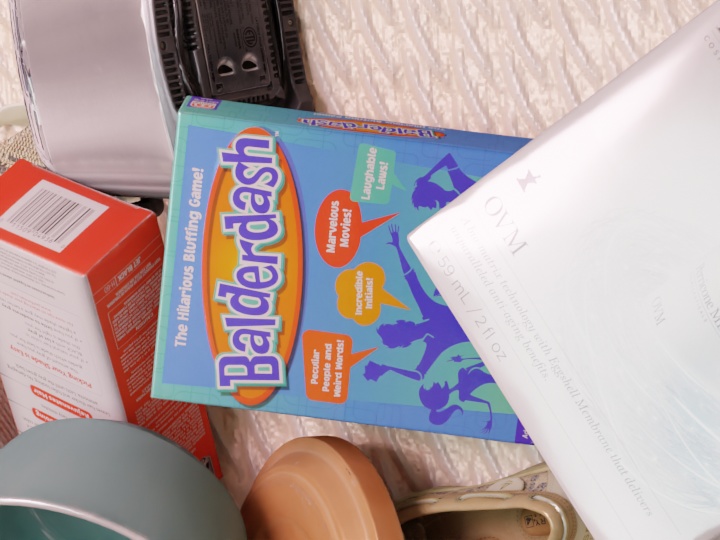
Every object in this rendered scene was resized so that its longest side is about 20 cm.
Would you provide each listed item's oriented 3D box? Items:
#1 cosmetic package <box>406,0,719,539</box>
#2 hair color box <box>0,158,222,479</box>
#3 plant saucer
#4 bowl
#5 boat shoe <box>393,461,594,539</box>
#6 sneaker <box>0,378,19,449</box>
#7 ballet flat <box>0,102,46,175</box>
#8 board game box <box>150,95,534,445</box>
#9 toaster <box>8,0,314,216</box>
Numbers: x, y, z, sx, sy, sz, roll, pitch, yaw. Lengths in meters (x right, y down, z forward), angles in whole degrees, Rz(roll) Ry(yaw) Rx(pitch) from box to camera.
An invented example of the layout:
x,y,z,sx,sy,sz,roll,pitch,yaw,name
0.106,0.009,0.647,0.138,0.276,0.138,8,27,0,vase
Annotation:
x,y,z,sx,sy,sz,roll,pitch,yaw,name
0.166,0.010,1.353,0.200,0.123,0.200,-37,75,18,cosmetic package
-0.147,0.044,1.610,0.101,0.061,0.200,22,140,32,hair color box
-0.029,0.188,1.564,0.200,0.032,0.201,-6,84,63,plant saucer
-0.140,0.155,1.574,0.200,0.105,0.201,11,136,11,bowl
0.045,0.147,1.536,0.200,0.063,0.073,-30,81,38,boat shoe
-0.228,0.125,1.698,0.082,0.074,0.201,-21,60,19,sneaker
-0.217,-0.051,1.708,0.200,0.068,0.076,-23,62,32,ballet flat
0.000,0.000,1.493,0.199,0.045,0.153,6,105,3,board game box
-0.111,-0.128,1.574,0.129,0.113,0.201,-6,98,40,toaster
